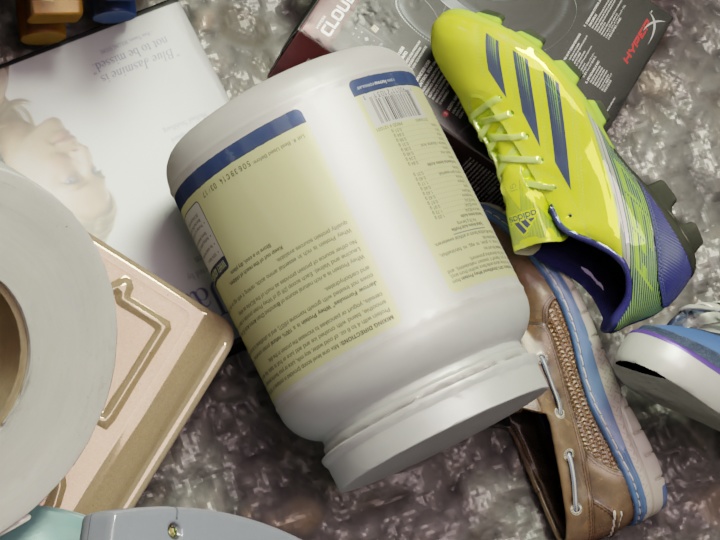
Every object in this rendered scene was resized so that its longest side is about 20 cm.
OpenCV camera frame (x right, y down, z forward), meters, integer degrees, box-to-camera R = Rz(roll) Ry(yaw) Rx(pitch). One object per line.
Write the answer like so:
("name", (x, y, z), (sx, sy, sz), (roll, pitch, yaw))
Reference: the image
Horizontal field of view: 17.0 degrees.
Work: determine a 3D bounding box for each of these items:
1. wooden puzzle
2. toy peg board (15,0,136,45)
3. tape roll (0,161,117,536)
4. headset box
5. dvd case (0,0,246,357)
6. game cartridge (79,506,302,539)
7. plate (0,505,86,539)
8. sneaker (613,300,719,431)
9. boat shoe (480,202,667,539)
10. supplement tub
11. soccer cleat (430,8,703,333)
("wooden puzzle", (-0.194, 0.057, 1.247), (0.200, 0.046, 0.185), (31, 75, 0))
("toy peg board", (-0.177, -0.161, 1.254), (0.199, 0.200, 0.098), (-3, 81, -19))
("tape roll", (-0.218, 0.036, 1.132), (0.202, 0.071, 0.203), (-13, 114, -31))
("headset box", (0.055, -0.134, 1.382), (0.200, 0.077, 0.149), (33, 66, -4))
("dvd case", (-0.119, -0.040, 1.326), (0.142, 0.018, 0.200), (-24, 82, -24))
("game cartridge", (-0.066, 0.193, 1.212), (0.200, 0.041, 0.134), (25, 58, -40))
("plate", (-0.169, 0.217, 1.188), (0.200, 0.026, 0.201), (-1, 92, -19))
("sneaker", (0.229, 0.020, 1.339), (0.200, 0.080, 0.147), (26, 83, -43))
("boat shoe", (0.095, 0.058, 1.332), (0.072, 0.072, 0.200), (-27, 82, -22))
("supplement tub", (0.000, 0.000, 1.261), (0.145, 0.145, 0.200), (-23, 80, -23))
("soccer cleat", (0.099, -0.055, 1.296), (0.084, 0.065, 0.200), (-40, 90, -18))
